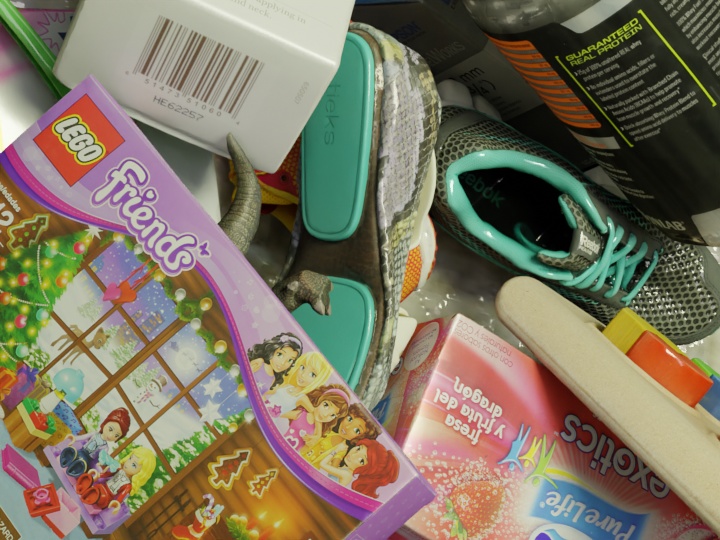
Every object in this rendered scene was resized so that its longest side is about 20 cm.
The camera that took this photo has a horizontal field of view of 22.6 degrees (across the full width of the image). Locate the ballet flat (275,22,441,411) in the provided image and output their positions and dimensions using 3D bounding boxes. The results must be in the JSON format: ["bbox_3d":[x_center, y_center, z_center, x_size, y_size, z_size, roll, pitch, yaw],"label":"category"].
[{"bbox_3d":[0.000,0.000,0.766,0.071,0.072,0.203,10,90,-26],"label":"ballet flat"}]

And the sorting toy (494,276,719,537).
[{"bbox_3d":[0.171,0.077,0.810,0.199,0.185,0.037,24,106,-47],"label":"sorting toy"}]

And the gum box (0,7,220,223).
[{"bbox_3d":[-0.121,-0.015,0.756,0.112,0.066,0.203,-4,83,-29],"label":"gum box"}]

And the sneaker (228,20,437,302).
[{"bbox_3d":[-0.033,-0.072,0.814,0.077,0.073,0.202,-25,90,-19],"label":"sneaker"}]

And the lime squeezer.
[{"bbox_3d":[-0.115,-0.030,0.710,0.070,0.038,0.203,-9,85,2],"label":"lime squeezer"}]

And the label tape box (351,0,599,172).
[{"bbox_3d":[0.065,-0.161,0.884,0.199,0.063,0.145,32,67,-20],"label":"label tape box"}]

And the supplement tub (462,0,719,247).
[{"bbox_3d":[0.125,-0.115,0.787,0.200,0.122,0.123,45,63,-29],"label":"supplement tub"}]

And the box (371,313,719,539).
[{"bbox_3d":[0.079,0.113,0.822,0.199,0.102,0.095,32,69,-21],"label":"box"}]

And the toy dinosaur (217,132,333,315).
[{"bbox_3d":[-0.059,0.052,0.681,0.101,0.077,0.203,-6,98,8],"label":"toy dinosaur"}]

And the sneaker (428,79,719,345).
[{"bbox_3d":[0.098,-0.013,0.851,0.199,0.091,0.078,27,100,-18],"label":"sneaker"}]

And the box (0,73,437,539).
[{"bbox_3d":[-0.087,0.046,0.638,0.137,0.039,0.200,-41,68,-2],"label":"box"}]

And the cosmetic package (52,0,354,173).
[{"bbox_3d":[-0.048,-0.148,0.741,0.101,0.074,0.201,24,48,-12],"label":"cosmetic package"}]
